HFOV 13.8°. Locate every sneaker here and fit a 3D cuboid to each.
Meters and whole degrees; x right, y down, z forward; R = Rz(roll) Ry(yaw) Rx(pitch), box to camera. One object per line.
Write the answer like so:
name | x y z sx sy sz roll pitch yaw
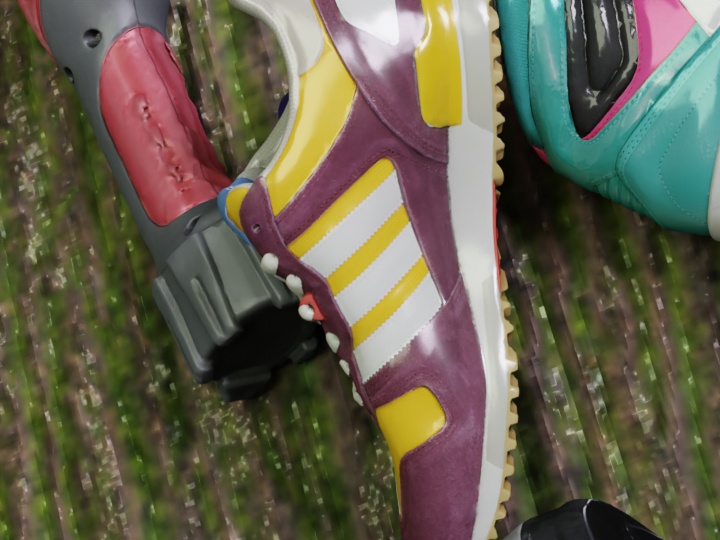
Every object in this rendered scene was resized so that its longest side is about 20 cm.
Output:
sneaker | 0.096 -0.114 0.957 0.120 0.084 0.201 12 83 19
sneaker | 0.000 0.000 0.943 0.090 0.075 0.201 -3 93 -6

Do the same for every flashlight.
flashlight | -0.069 -0.059 1.031 0.068 0.068 0.201 -33 63 12

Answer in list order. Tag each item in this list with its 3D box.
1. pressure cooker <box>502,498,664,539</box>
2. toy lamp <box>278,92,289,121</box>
pressure cooker | 0.042 0.185 0.847 0.200 0.179 0.176 -42 65 10
toy lamp | 0.002 -0.106 1.014 0.058 0.058 0.201 -6 73 25
